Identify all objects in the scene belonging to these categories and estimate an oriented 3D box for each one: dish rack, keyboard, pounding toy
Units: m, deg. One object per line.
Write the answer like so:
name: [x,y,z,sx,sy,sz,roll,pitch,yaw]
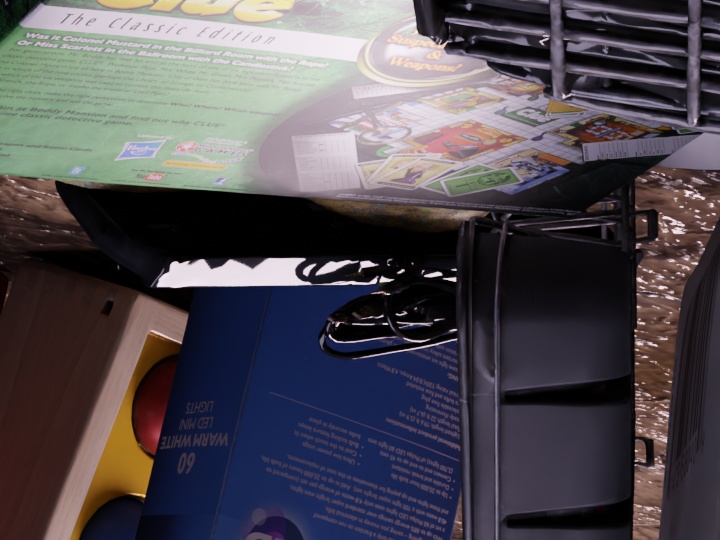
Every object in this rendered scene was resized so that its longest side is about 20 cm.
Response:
dish rack: [0.076,-0.098,0.494,0.152,0.055,0.201,11,145,13]
keyboard: [0.000,0.000,0.964,0.199,0.040,0.104,-1,-153,-31]
dish rack: [0.062,0.027,0.846,0.054,0.154,0.200,2,-155,6]
pounding toy: [-0.073,0.095,1.372,0.199,0.185,0.142,24,174,-39]

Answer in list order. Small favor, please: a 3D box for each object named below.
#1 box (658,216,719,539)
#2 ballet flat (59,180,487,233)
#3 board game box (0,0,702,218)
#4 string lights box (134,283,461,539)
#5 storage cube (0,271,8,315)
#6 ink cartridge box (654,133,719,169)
box: [0.172,0.085,0.794,0.170,0.202,0.199,6,168,2]
ballet flat: [-0.038,-0.056,0.922,0.199,0.071,0.071,11,168,-15]
board game box: [0.001,-0.046,0.633,0.199,0.024,0.105,4,157,-37]
string lights box: [-0.013,0.051,1.037,0.102,0.201,0.059,22,164,-31]
storage cube: [-0.300,0.055,1.372,0.170,0.181,0.200,5,165,29]
ink cartridge box: [0.003,-0.084,0.763,0.199,0.068,0.116,9,167,18]
